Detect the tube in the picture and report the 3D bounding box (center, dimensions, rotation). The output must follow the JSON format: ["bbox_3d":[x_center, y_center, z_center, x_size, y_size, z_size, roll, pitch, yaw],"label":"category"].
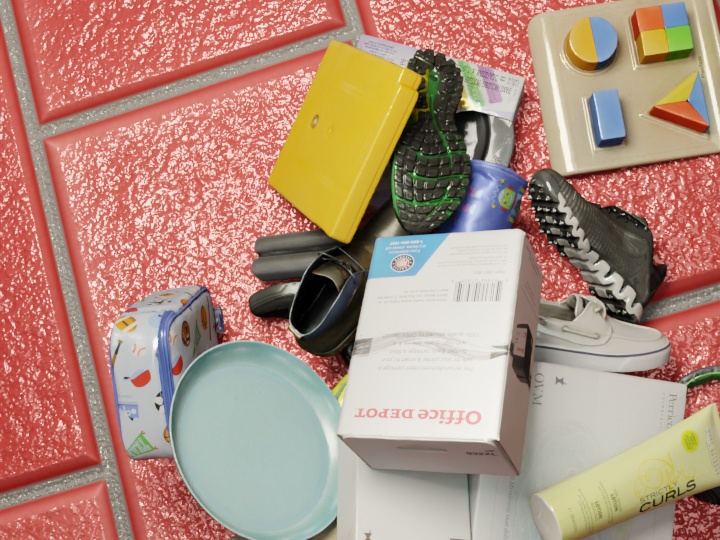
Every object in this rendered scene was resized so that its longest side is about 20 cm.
[{"bbox_3d":[0.249,0.187,0.925,0.199,0.058,0.052,-18,47,-18],"label":"tube"}]

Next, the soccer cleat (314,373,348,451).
[{"bbox_3d":[-0.030,0.163,1.073,0.199,0.084,0.065,-28,123,8],"label":"soccer cleat"}]

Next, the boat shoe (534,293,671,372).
[{"bbox_3d":[0.216,0.055,1.029,0.199,0.072,0.066,7,108,0],"label":"boat shoe"}]

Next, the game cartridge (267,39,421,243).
[{"bbox_3d":[-0.019,-0.138,1.057,0.032,0.200,0.177,20,101,-30],"label":"game cartridge"}]

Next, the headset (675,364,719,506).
[{"bbox_3d":[0.375,0.188,1.016,0.123,0.094,0.201,-21,68,5],"label":"headset"}]

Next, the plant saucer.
[{"bbox_3d":[-0.095,0.163,0.979,0.027,0.200,0.201,-39,75,43],"label":"plant saucer"}]

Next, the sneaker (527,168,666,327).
[{"bbox_3d":[0.248,-0.039,1.057,0.090,0.066,0.200,-44,110,-12],"label":"sneaker"}]

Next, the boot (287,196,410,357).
[{"bbox_3d":[0.000,0.000,1.026,0.075,0.097,0.200,34,90,15],"label":"boot"}]

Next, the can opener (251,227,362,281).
[{"bbox_3d":[-0.017,-0.013,1.120,0.199,0.067,0.054,-6,62,20],"label":"can opener"}]

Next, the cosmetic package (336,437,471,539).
[{"bbox_3d":[0.038,0.227,0.948,0.112,0.081,0.201,7,55,-13],"label":"cosmetic package"}]

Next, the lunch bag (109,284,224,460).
[{"bbox_3d":[-0.188,0.104,1.050,0.075,0.200,0.161,-7,98,8],"label":"lunch bag"}]

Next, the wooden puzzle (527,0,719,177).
[{"bbox_3d":[0.292,-0.207,1.108,0.199,0.046,0.186,-9,81,6],"label":"wooden puzzle"}]

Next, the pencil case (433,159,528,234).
[{"bbox_3d":[0.100,-0.014,1.044,0.078,0.087,0.201,24,87,-34],"label":"pencil case"}]

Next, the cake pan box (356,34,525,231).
[{"bbox_3d":[0.068,-0.143,1.127,0.199,0.052,0.185,18,87,9],"label":"cake pan box"}]

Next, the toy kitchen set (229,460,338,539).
[{"bbox_3d":[-0.037,0.311,1.044,0.199,0.181,0.164,6,48,-7],"label":"toy kitchen set"}]

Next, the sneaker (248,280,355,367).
[{"bbox_3d":[-0.018,0.061,1.103,0.199,0.060,0.105,-8,77,2],"label":"sneaker"}]

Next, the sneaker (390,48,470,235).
[{"bbox_3d":[0.065,-0.120,1.042,0.078,0.085,0.201,13,60,-10],"label":"sneaker"}]

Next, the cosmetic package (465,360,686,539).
[{"bbox_3d":[0.192,0.195,0.999,0.199,0.123,0.200,9,83,-12],"label":"cosmetic package"}]

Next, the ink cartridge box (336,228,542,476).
[{"bbox_3d":[0.075,0.072,0.912,0.144,0.084,0.201,-2,58,24],"label":"ink cartridge box"}]
